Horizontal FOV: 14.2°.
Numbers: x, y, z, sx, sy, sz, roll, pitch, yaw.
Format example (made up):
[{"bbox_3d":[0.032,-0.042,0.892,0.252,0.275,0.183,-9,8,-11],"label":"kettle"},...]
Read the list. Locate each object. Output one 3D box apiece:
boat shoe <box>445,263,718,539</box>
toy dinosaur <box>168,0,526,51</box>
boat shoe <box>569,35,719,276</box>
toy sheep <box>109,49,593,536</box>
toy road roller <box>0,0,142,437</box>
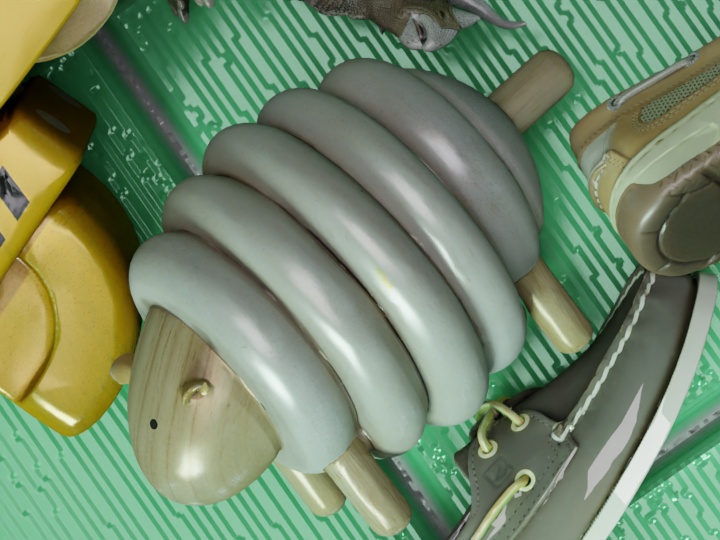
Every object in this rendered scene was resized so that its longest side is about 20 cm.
[{"bbox_3d":[0.056,0.081,0.997,0.060,0.072,0.203,29,99,1],"label":"boat shoe"},{"bbox_3d":[-0.032,-0.148,1.010,0.102,0.077,0.201,-24,80,-12],"label":"toy dinosaur"},{"bbox_3d":[0.162,-0.079,0.982,0.199,0.072,0.076,-26,49,-7],"label":"boat shoe"},{"bbox_3d":[0.000,0.000,0.960,0.138,0.138,0.200,43,72,4],"label":"toy sheep"},{"bbox_3d":[-0.119,-0.035,0.996,0.146,0.123,0.200,35,98,-9],"label":"toy road roller"}]
